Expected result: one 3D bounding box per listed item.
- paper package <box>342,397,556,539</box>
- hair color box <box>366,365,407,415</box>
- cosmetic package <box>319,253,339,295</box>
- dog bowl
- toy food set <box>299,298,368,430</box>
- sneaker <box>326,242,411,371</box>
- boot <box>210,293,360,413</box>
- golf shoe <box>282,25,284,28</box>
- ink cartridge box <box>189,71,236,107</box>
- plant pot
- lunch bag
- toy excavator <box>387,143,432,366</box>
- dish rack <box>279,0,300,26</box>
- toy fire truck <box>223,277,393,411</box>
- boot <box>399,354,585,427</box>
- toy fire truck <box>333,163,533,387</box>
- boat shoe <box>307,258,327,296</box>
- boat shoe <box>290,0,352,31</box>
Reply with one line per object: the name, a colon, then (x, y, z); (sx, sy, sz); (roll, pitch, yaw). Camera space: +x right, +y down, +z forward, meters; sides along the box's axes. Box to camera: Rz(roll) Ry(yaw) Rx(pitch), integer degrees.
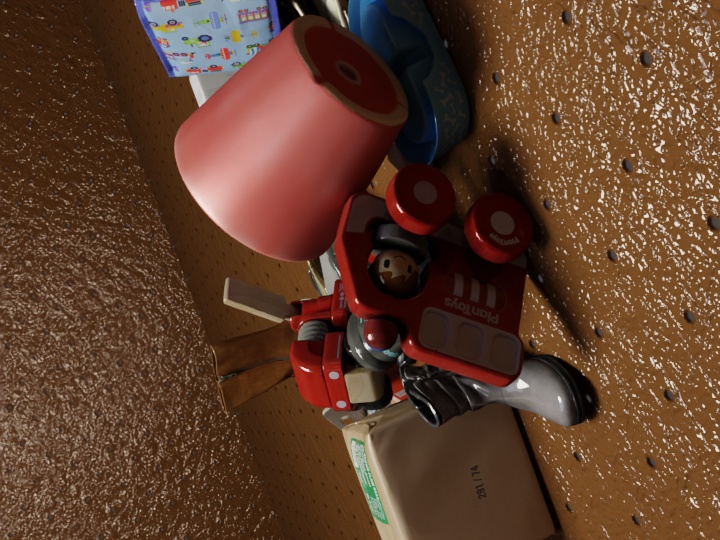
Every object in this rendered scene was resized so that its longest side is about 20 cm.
paper package: (0.101, 0.245, 0.974); (0.103, 0.189, 0.202); (-19, 91, 69)
hair color box: (0.067, 0.210, 1.219); (0.200, 0.063, 0.112); (15, 123, 65)
cosmetic package: (0.000, 0.000, 1.159); (0.107, 0.089, 0.202); (39, 142, 54)
dog bowl: (0.051, -0.209, 0.866); (0.202, 0.049, 0.111); (66, 160, 9)
toy food set: (-0.044, 0.156, 1.327); (0.144, 0.060, 0.202); (50, -160, -55)
sneaker: (0.019, 0.005, 0.899); (0.079, 0.075, 0.202); (-47, 47, 42)
boot: (-0.094, 0.148, 1.141); (0.068, 0.198, 0.190); (38, 146, 49)
golf shoe: (-0.170, -0.344, 1.254); (0.078, 0.093, 0.201); (60, 157, 26)
ink cartridge box: (-0.132, -0.209, 1.180); (0.202, 0.161, 0.057); (70, 162, -4)
plant pot: (-0.059, -0.139, 0.836); (0.177, 0.199, 0.202); (-44, 64, 34)
lunch bag: (-0.167, -0.292, 0.951); (0.200, 0.148, 0.096); (-155, 58, -86)
toy excavator: (0.066, -0.019, 0.968); (0.195, 0.099, 0.202); (101, 151, -54)
dish rack: (-0.070, -0.389, 1.002); (0.154, 0.054, 0.201); (54, 154, 35)
toy fire truck: (-0.064, 0.076, 1.028); (0.177, 0.197, 0.130); (-85, -14, -52)
boot: (0.130, 0.133, 0.872); (0.200, 0.130, 0.071); (21, 128, 65)
toy fire truck: (0.069, 0.008, 0.796); (0.112, 0.198, 0.170); (126, 159, -59)
boat shoe: (-0.052, 0.002, 1.313); (0.065, 0.073, 0.202); (-10, 100, 65)
boat shoe: (-0.057, -0.324, 0.924); (0.071, 0.063, 0.201); (-18, 116, 36)
